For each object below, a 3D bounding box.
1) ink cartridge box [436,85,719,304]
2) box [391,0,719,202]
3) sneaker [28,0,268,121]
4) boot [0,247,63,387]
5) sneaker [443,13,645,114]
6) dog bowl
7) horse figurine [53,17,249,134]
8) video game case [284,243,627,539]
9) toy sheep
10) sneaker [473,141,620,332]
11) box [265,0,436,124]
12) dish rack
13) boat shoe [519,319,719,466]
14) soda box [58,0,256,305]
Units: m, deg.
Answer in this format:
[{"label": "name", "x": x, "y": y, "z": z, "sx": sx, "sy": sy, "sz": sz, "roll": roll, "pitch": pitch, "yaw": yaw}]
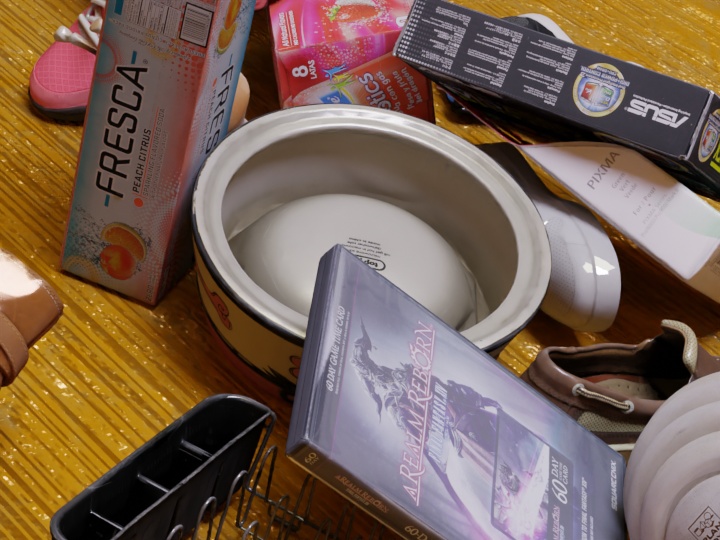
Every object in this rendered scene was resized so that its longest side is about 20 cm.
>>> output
[{"label": "ink cartridge box", "x": 0.157, "y": -0.056, "z": 1.198, "sx": 0.200, "sy": 0.050, "sz": 0.161, "roll": 43, "pitch": 9, "yaw": 23}, {"label": "box", "x": 0.139, "y": -0.101, "z": 1.192, "sx": 0.199, "sy": 0.044, "sz": 0.160, "roll": 23, "pitch": 1, "yaw": 26}, {"label": "sneaker", "x": -0.137, "y": -0.178, "z": 1.234, "sx": 0.200, "sy": 0.087, "sz": 0.074, "roll": -37, "pitch": 52, "yaw": -3}, {"label": "boot", "x": -0.251, "y": 0.016, "z": 0.896, "sx": 0.199, "sy": 0.077, "sz": 0.155, "roll": 31, "pitch": 62, "yaw": 17}, {"label": "sneaker", "x": 0.126, "y": -0.118, "z": 1.363, "sx": 0.111, "sy": 0.073, "sz": 0.200, "roll": -10, "pitch": 31, "yaw": -31}, {"label": "dog bowl", "x": 0.000, "y": 0.000, "z": 1.069, "sx": 0.199, "sy": 0.074, "sz": 0.201, "roll": 9, "pitch": 44, "yaw": -9}, {"label": "horse figurine", "x": -0.104, "y": -0.102, "z": 1.158, "sx": 0.132, "sy": 0.200, "sz": 0.050, "roll": 24, "pitch": 72, "yaw": 16}, {"label": "video game case", "x": 0.052, "y": 0.089, "z": 0.929, "sx": 0.200, "sy": 0.019, "sz": 0.143, "roll": 38, "pitch": 33, "yaw": -21}, {"label": "toy sheep", "x": 0.192, "y": 0.115, "z": 0.948, "sx": 0.137, "sy": 0.139, "sz": 0.200, "roll": 18, "pitch": 14, "yaw": 4}, {"label": "sneaker", "x": 0.069, "y": -0.019, "z": 1.173, "sx": 0.115, "sy": 0.074, "sz": 0.200, "roll": -1, "pitch": 25, "yaw": -23}, {"label": "box", "x": -0.011, "y": -0.158, "z": 1.307, "sx": 0.099, "sy": 0.096, "sz": 0.200, "roll": -9, "pitch": 33, "yaw": -1}, {"label": "dish rack", "x": -0.025, "y": 0.145, "z": 0.870, "sx": 0.199, "sy": 0.055, "sz": 0.153, "roll": 27, "pitch": 33, "yaw": 18}, {"label": "boat shoe", "x": 0.174, "y": 0.067, "z": 1.068, "sx": 0.201, "sy": 0.075, "sz": 0.075, "roll": -5, "pitch": 36, "yaw": -31}, {"label": "soda box", "x": -0.109, "y": -0.086, "z": 1.063, "sx": 0.063, "sy": 0.201, "sz": 0.068, "roll": 22, "pitch": 31, "yaw": 10}]
